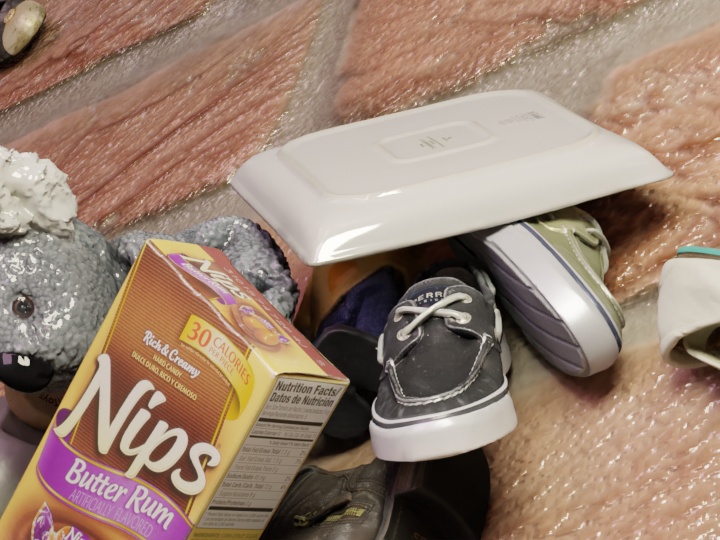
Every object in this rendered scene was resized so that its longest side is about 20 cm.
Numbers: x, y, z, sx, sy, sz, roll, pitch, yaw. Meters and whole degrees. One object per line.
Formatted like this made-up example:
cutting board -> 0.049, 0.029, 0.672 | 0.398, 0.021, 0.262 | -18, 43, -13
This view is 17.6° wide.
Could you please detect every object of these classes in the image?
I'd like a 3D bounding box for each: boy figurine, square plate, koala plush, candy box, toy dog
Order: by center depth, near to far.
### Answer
candy box -> -0.100, 0.099, 1.143 | 0.117, 0.056, 0.200 | 43, 111, 37
square plate -> 0.041, -0.058, 1.257 | 0.198, 0.029, 0.200 | -15, 18, -11
koala plush -> -0.151, 0.026, 1.282 | 0.184, 0.200, 0.177 | -80, 16, -47
boy figurine -> 0.000, 0.000, 1.309 | 0.124, 0.064, 0.200 | -48, 23, 32
toy dog -> -0.195, 0.146, 1.356 | 0.200, 0.096, 0.132 | -67, 15, -15

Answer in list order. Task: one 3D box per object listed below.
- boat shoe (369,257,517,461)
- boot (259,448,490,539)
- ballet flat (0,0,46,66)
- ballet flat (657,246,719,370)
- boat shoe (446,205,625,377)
boat shoe -> 0.040, 0.038, 1.143 | 0.072, 0.068, 0.200 | -10, 13, 12
boot -> -0.031, 0.161, 1.158 | 0.174, 0.069, 0.200 | -19, 29, 39
ballet flat -> -0.331, -0.209, 1.998 | 0.200, 0.057, 0.067 | 6, 57, 53
ballet flat -> 0.207, 0.024, 1.046 | 0.200, 0.069, 0.070 | -1, 50, 56
boat shoe -> 0.096, -0.010, 1.208 | 0.062, 0.072, 0.200 | -28, 29, -6
